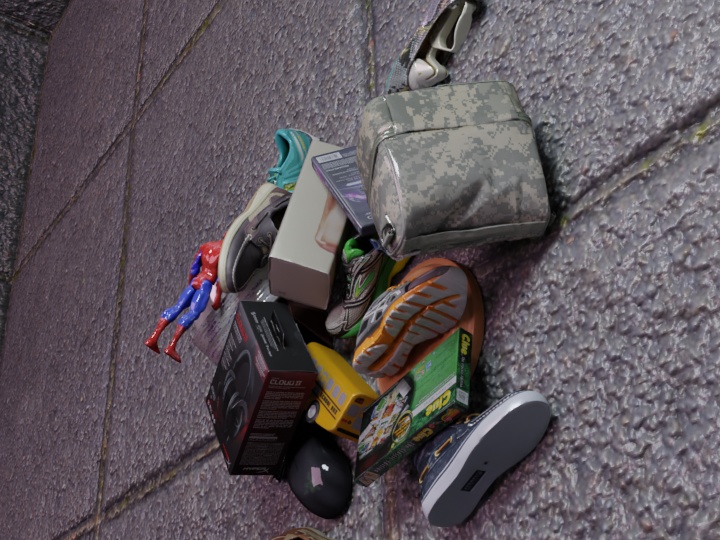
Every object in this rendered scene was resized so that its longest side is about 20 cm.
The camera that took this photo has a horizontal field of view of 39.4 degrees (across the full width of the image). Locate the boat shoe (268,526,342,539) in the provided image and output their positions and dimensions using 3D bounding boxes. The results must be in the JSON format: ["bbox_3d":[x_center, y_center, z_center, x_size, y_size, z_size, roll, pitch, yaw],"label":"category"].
[{"bbox_3d":[-0.081,0.368,1.302,0.199,0.071,0.077,-19,60,54],"label":"boat shoe"}]

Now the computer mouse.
[{"bbox_3d":[-0.076,0.263,1.365,0.200,0.052,0.140,38,107,58],"label":"computer mouse"}]

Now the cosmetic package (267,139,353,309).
[{"bbox_3d":[-0.056,-0.064,1.378,0.104,0.086,0.202,99,-172,-61],"label":"cosmetic package"}]

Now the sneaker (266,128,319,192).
[{"bbox_3d":[-0.115,-0.130,1.593,0.077,0.079,0.203,-25,56,51],"label":"sneaker"}]

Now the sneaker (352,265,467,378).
[{"bbox_3d":[0.052,0.047,1.180,0.200,0.078,0.078,-43,33,39],"label":"sneaker"}]

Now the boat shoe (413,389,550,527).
[{"bbox_3d":[0.119,0.176,1.070,0.201,0.070,0.091,-54,33,28],"label":"boat shoe"}]

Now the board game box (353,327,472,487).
[{"bbox_3d":[0.058,0.158,1.139,0.200,0.023,0.106,-45,22,41],"label":"board game box"}]

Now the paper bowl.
[{"bbox_3d":[-0.176,0.038,1.495,0.201,0.104,0.201,-48,-2,-3],"label":"paper bowl"}]

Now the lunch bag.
[{"bbox_3d":[0.099,-0.100,1.105,0.140,0.197,0.169,102,156,-50],"label":"lunch bag"}]

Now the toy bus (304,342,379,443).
[{"bbox_3d":[-0.043,0.159,1.343,0.079,0.065,0.200,-61,32,7],"label":"toy bus"}]

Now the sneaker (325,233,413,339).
[{"bbox_3d":[0.000,0.000,1.336,0.202,0.084,0.078,-63,32,18],"label":"sneaker"}]

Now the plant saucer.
[{"bbox_3d":[0.076,0.082,1.225,0.200,0.032,0.203,-34,47,47],"label":"plant saucer"}]

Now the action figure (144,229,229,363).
[{"bbox_3d":[-0.223,0.029,1.393,0.065,0.052,0.202,15,70,35],"label":"action figure"}]

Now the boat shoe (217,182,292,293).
[{"bbox_3d":[-0.138,-0.047,1.396,0.201,0.064,0.073,-65,-24,-43],"label":"boat shoe"}]

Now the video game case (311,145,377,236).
[{"bbox_3d":[0.032,-0.115,1.297,0.201,0.141,0.019,-123,23,-51],"label":"video game case"}]

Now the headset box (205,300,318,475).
[{"bbox_3d":[-0.133,0.149,1.346,0.149,0.076,0.202,60,136,48],"label":"headset box"}]

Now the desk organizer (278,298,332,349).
[{"bbox_3d":[-0.123,0.133,1.489,0.200,0.071,0.078,-50,40,34],"label":"desk organizer"}]

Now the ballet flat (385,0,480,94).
[{"bbox_3d":[0.098,-0.294,1.338,0.202,0.071,0.072,-60,33,25],"label":"ballet flat"}]
